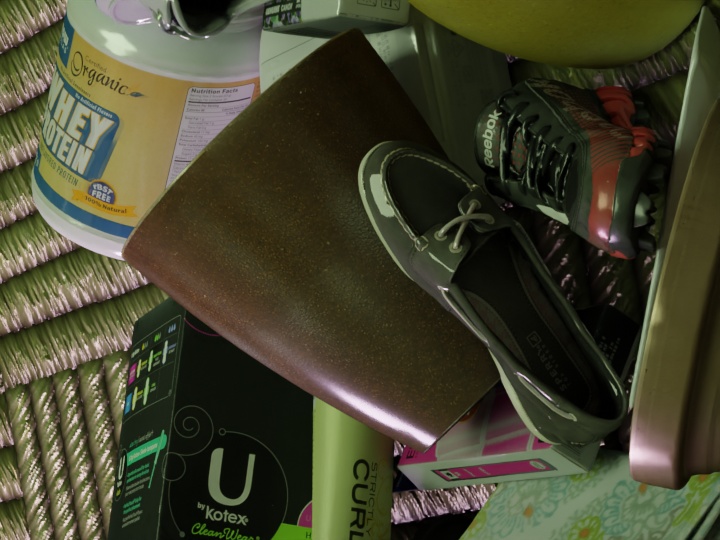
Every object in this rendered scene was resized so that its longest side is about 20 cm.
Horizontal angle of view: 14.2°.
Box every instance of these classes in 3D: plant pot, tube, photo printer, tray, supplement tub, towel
[{"bbox_3d":[0.079,-0.203,1.565,0.200,0.142,0.201,11,105,44],"label":"plant pot"},{"bbox_3d":[-0.003,0.132,1.722,0.052,0.058,0.200,144,130,-69],"label":"tube"},{"bbox_3d":[0.000,0.000,1.632,0.200,0.187,0.187,47,138,4],"label":"plant pot"},{"bbox_3d":[0.010,-0.099,1.774,0.200,0.069,0.167,-21,78,54],"label":"photo printer"},{"bbox_3d":[0.173,-0.034,1.553,0.107,0.022,0.200,-62,-19,-69],"label":"tray"},{"bbox_3d":[0.203,0.019,1.458,0.093,0.201,0.201,13,111,11],"label":"plant pot"},{"bbox_3d":[-0.132,-0.121,1.912,0.145,0.144,0.200,45,130,43],"label":"supplement tub"},{"bbox_3d":[0.115,0.176,1.602,0.200,0.171,0.048,6,141,54],"label":"towel"}]

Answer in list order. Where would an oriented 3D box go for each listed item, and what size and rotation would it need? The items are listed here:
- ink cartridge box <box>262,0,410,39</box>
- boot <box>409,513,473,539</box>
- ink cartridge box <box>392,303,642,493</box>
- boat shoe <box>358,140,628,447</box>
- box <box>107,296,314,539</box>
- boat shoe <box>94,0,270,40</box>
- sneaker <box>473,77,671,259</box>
[{"bbox_3d":[-0.007,-0.239,1.691,0.109,0.050,0.200,0,85,64],"label":"ink cartridge box"},{"bbox_3d":[0.098,0.224,1.682,0.158,0.079,0.211,-20,48,34],"label":"boot"},{"bbox_3d":[0.079,0.077,1.696,0.200,0.037,0.095,-15,47,57],"label":"ink cartridge box"},{"bbox_3d":[0.077,0.008,1.553,0.200,0.067,0.057,53,155,-11],"label":"boat shoe"},{"bbox_3d":[-0.068,0.125,1.794,0.124,0.148,0.200,147,132,-65],"label":"box"},{"bbox_3d":[-0.104,-0.170,1.723,0.200,0.073,0.067,-23,64,57],"label":"boat shoe"},{"bbox_3d":[0.110,-0.056,1.546,0.200,0.098,0.071,-101,20,-73],"label":"sneaker"}]
